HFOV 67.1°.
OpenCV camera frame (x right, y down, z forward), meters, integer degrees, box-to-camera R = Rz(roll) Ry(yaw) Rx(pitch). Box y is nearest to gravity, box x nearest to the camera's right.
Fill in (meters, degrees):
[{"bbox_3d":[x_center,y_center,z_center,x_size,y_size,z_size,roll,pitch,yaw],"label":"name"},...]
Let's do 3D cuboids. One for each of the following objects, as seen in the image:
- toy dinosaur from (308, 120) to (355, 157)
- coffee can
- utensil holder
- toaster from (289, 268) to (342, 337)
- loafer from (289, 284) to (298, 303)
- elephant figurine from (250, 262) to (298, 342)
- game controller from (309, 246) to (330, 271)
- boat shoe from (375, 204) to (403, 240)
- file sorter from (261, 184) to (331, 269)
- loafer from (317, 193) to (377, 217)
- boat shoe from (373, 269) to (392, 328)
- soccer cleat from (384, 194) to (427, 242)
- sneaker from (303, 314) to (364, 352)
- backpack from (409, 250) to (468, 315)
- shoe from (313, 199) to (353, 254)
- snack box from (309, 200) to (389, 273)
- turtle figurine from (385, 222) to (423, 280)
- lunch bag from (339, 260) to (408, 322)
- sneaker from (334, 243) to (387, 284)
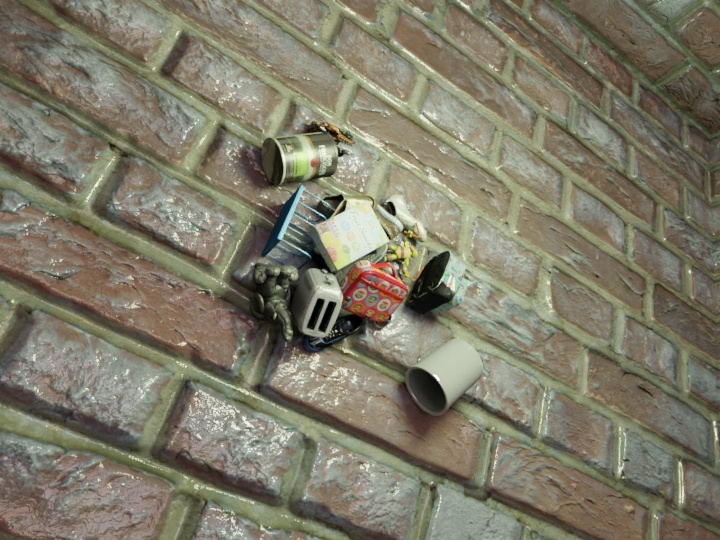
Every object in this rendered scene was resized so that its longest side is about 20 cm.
[{"bbox_3d":[-0.094,-0.440,1.803,0.135,0.102,0.201,28,24,-49],"label":"toy dinosaur"},{"bbox_3d":[-0.192,-0.355,1.714,0.199,0.146,0.147,-16,80,-33],"label":"coffee can"},{"bbox_3d":[0.266,0.331,1.715,0.199,0.170,0.171,-29,87,-37],"label":"utensil holder"},{"bbox_3d":[-0.127,0.101,1.536,0.113,0.129,0.201,18,105,-23],"label":"toaster"},{"bbox_3d":[-0.121,0.056,1.648,0.199,0.068,0.071,-10,87,-29],"label":"loafer"},{"bbox_3d":[-0.248,0.086,1.537,0.140,0.155,0.202,1,98,6],"label":"elephant figurine"},{"bbox_3d":[-0.060,-0.080,1.673,0.199,0.042,0.104,-36,52,-15],"label":"game controller"},{"bbox_3d":[0.044,-0.174,1.805,0.199,0.072,0.073,33,66,13],"label":"boat shoe"},{"bbox_3d":[-0.188,-0.124,1.635,0.122,0.139,0.201,29,60,-19],"label":"file sorter"},{"bbox_3d":[-0.041,-0.208,1.752,0.198,0.067,0.077,-6,76,-4],"label":"loafer"},{"bbox_3d":[0.080,0.084,1.758,0.072,0.062,0.202,15,65,-24],"label":"boat shoe"},{"bbox_3d":[0.156,-0.175,1.900,0.077,0.069,0.201,-29,81,-29],"label":"soccer cleat"},{"bbox_3d":[-0.077,0.179,1.622,0.199,0.078,0.070,-25,86,-35],"label":"sneaker"},{"bbox_3d":[0.269,0.040,1.817,0.150,0.177,0.201,34,49,-18],"label":"backpack"},{"bbox_3d":[-0.085,-0.134,1.659,0.070,0.054,0.201,19,61,28],"label":"shoe"},{"bbox_3d":[-0.032,-0.101,1.598,0.199,0.053,0.143,-29,92,-28],"label":"snack box"},{"bbox_3d":[0.132,-0.070,1.842,0.160,0.064,0.202,5,84,-18],"label":"turtle figurine"},{"bbox_3d":[0.041,0.055,1.618,0.199,0.177,0.082,25,22,-37],"label":"lunch bag"},{"bbox_3d":[0.002,0.001,1.708,0.202,0.146,0.077,-37,74,-16],"label":"sneaker"}]
